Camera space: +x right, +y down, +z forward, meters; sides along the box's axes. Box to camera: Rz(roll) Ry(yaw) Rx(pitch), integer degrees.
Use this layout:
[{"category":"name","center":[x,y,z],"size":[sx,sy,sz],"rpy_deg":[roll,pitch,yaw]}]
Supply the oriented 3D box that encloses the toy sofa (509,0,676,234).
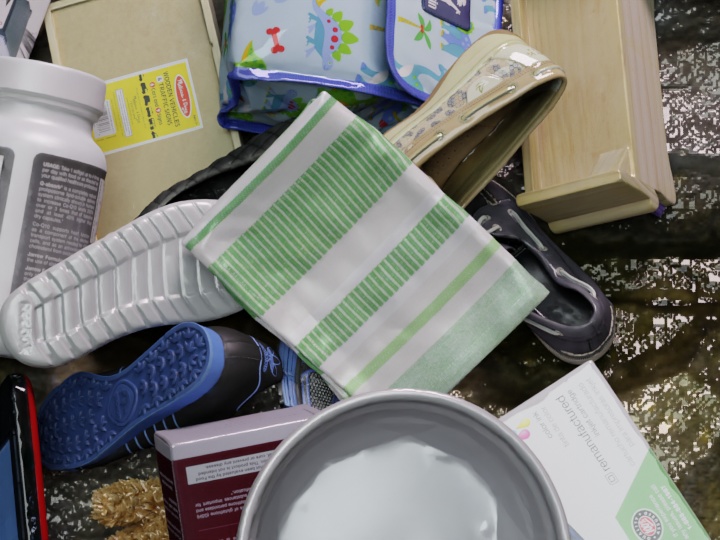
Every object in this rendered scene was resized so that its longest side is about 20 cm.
[{"category":"toy sofa","center":[0.159,-0.131,1.394],"size":[0.082,0.097,0.201],"rpy_deg":[-13,71,29]}]

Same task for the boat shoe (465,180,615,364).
[{"category":"boat shoe","center":[0.097,-0.017,1.368],"size":[0.073,0.063,0.200],"rpy_deg":[-46,73,-4]}]

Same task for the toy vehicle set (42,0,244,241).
[{"category":"toy vehicle set","center":[-0.154,-0.117,1.446],"size":[0.123,0.027,0.201],"rpy_deg":[-14,73,3]}]

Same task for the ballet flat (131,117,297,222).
[{"category":"ballet flat","center":[-0.101,-0.043,1.370],"size":[0.200,0.057,0.067],"rpy_deg":[-37,89,10]}]

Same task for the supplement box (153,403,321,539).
[{"category":"supplement box","center":[-0.063,0.196,1.275],"size":[0.108,0.061,0.201],"rpy_deg":[-9,95,-16]}]

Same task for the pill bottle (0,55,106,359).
[{"category":"pill bottle","center":[-0.239,-0.040,1.372],"size":[0.116,0.116,0.201],"rpy_deg":[9,85,9]}]

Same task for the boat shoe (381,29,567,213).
[{"category":"boat shoe","center":[0.056,-0.072,1.328],"size":[0.200,0.073,0.063],"rpy_deg":[-53,48,1]}]

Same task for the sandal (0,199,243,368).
[{"category":"sandal","center":[-0.148,0.005,1.332],"size":[0.201,0.050,0.083],"rpy_deg":[-17,90,-15]}]

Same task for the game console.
[{"category":"game console","center":[-0.283,0.187,1.330],"size":[0.118,0.172,0.201],"rpy_deg":[-2,72,-22]}]

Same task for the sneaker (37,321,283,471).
[{"category":"sneaker","center":[-0.138,0.093,1.342],"size":[0.199,0.078,0.071],"rpy_deg":[-25,61,39]}]

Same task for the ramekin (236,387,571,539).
[{"category":"ramekin","center":[0.023,0.173,1.194],"size":[0.199,0.105,0.202],"rpy_deg":[0,85,-4]}]

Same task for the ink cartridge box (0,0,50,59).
[{"category":"ink cartridge box","center":[-0.303,-0.193,1.413],"size":[0.085,0.146,0.201],"rpy_deg":[10,76,30]}]

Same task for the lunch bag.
[{"category":"lunch bag","center":[0.005,-0.184,1.403],"size":[0.199,0.127,0.171],"rpy_deg":[7,73,-9]}]

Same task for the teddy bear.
[{"category":"teddy bear","center":[-0.124,0.196,1.331],"size":[0.199,0.067,0.146],"rpy_deg":[-24,75,0]}]

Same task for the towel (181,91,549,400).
[{"category":"towel","center":[0.000,0.000,1.297],"size":[0.200,0.023,0.153],"rpy_deg":[44,101,-2]}]

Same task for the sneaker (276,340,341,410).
[{"category":"sneaker","center":[-0.020,0.057,1.357],"size":[0.078,0.075,0.201],"rpy_deg":[-6,75,2]}]

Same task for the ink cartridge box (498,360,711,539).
[{"category":"ink cartridge box","center":[0.109,0.177,1.298],"size":[0.199,0.088,0.146],"rpy_deg":[-32,73,-1]}]
